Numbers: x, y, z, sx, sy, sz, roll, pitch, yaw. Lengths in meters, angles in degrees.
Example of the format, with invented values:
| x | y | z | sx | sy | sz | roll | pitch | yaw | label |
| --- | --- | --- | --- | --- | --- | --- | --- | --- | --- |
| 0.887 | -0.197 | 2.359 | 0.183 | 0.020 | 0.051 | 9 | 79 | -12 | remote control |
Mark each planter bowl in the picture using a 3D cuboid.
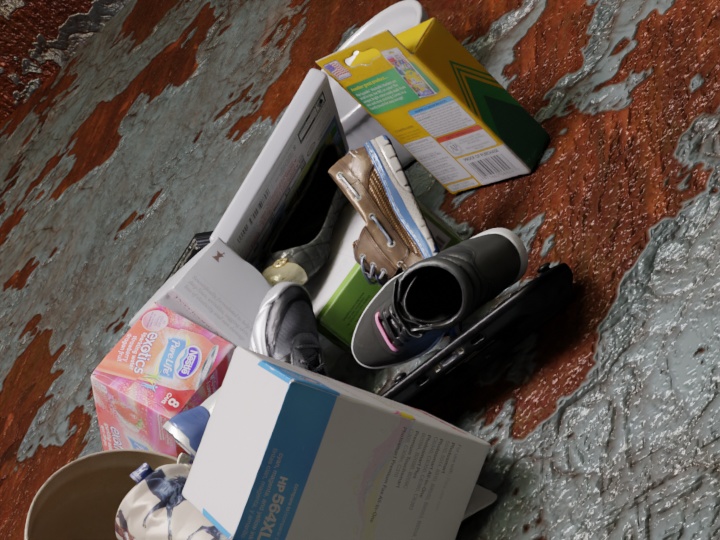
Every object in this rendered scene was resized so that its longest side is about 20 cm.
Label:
| x | y | z | sx | sy | sz | roll | pitch | yaw | label |
| --- | --- | --- | --- | --- | --- | --- | --- | --- | --- |
| -0.204 | 0.276 | 1.409 | 0.201 | 0.200 | 0.135 | -77 | 8 | -48 | planter bowl |

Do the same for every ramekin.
| x | y | z | sx | sy | sz | roll | pitch | yaw | label |
| --- | --- | --- | --- | --- | --- | --- | --- | --- | --- |
| 0.028 | -0.196 | 1.795 | 0.200 | 0.098 | 0.201 | -39 | 25 | 22 | ramekin |

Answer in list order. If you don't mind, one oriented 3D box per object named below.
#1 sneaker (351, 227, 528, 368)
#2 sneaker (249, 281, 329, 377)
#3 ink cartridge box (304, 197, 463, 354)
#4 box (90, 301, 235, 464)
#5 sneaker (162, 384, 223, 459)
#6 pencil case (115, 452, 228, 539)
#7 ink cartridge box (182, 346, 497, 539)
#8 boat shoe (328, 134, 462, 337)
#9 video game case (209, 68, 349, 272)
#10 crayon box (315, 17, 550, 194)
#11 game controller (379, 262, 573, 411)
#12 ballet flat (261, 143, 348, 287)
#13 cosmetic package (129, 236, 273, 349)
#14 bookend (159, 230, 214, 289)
| x | y | z | sx | sy | sz | roll | pitch | yaw | label |
| --- | --- | --- | --- | --- | --- | --- | --- | --- | --- |
| 0.041 | 0.032 | 1.335 | 0.200 | 0.071 | 0.099 | -36 | -9 | 37 | sneaker |
| -0.036 | 0.106 | 1.420 | 0.114 | 0.075 | 0.201 | -8 | 79 | 43 | sneaker |
| 0.000 | 0.000 | 1.576 | 0.148 | 0.076 | 0.200 | -53 | 18 | -7 | ink cartridge box |
| -0.180 | 0.140 | 1.509 | 0.103 | 0.094 | 0.200 | -50 | -22 | -33 | box |
| -0.061 | 0.147 | 1.313 | 0.115 | 0.199 | 0.081 | -46 | 40 | -7 | sneaker |
| -0.112 | 0.235 | 1.300 | 0.200 | 0.078 | 0.090 | 35 | 94 | 31 | pencil case |
| -0.009 | 0.155 | 1.215 | 0.128 | 0.200 | 0.126 | 20 | 89 | 66 | ink cartridge box |
| 0.031 | -0.021 | 1.441 | 0.072 | 0.072 | 0.200 | -24 | 67 | 3 | boat shoe |
| -0.077 | -0.079 | 1.600 | 0.200 | 0.022 | 0.182 | -61 | -15 | -14 | video game case |
| 0.070 | -0.164 | 1.533 | 0.126 | 0.200 | 0.052 | -13 | 41 | 55 | crayon box |
| 0.089 | 0.060 | 1.316 | 0.200 | 0.042 | 0.104 | -40 | -16 | 24 | game controller |
| -0.056 | -0.048 | 1.563 | 0.066 | 0.057 | 0.200 | -4 | 38 | 24 | ballet flat |
| -0.149 | 0.044 | 1.550 | 0.074 | 0.102 | 0.200 | -50 | 6 | -21 | cosmetic package |
| -0.157 | 0.058 | 1.750 | 0.199 | 0.092 | 0.200 | -4 | 51 | 60 | bookend |
